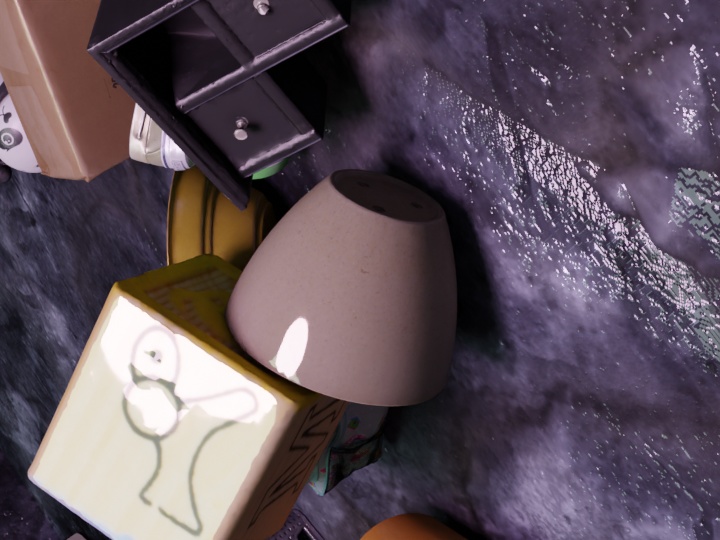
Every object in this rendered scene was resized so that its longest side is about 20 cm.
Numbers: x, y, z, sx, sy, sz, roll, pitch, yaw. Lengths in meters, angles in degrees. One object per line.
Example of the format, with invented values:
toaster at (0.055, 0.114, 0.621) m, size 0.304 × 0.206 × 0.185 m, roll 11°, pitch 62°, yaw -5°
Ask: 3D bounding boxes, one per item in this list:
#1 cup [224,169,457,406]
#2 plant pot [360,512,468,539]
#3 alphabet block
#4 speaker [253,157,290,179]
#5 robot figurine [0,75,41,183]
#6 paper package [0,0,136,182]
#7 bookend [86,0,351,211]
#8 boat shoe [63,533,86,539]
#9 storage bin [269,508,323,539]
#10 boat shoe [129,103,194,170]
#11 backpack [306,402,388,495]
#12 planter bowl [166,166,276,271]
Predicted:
cup at (0.000, 0.000, 1.184) m, size 0.200 × 0.200 × 0.143 m, roll 36°, pitch 119°, yaw 36°
plant pot at (0.075, 0.341, 1.399) m, size 0.183 × 0.200 × 0.200 m, roll 45°, pitch 154°, yaw 57°
alphabet block at (-0.138, 0.126, 1.242) m, size 0.195 × 0.196 × 0.200 m, roll 32°, pitch 108°, yaw 11°
speaker at (-0.102, -0.179, 1.250) m, size 0.088 × 0.088 × 0.200 m, roll 38°, pitch 146°, yaw 33°
robot figurine at (-0.420, -0.200, 1.702) m, size 0.200 × 0.125 × 0.150 m, roll 37°, pitch 146°, yaw 35°
paper package at (-0.241, -0.214, 1.325) m, size 0.103 × 0.191 × 0.200 m, roll 16°, pitch 132°, yaw 49°
bookend at (-0.074, -0.176, 1.128) m, size 0.199 × 0.092 × 0.200 m, roll -23°, pitch 129°, yaw 24°
boat shoe at (-0.511, 0.578, 2.708) m, size 0.200 × 0.075 × 0.093 m, roll 24°, pitch 144°, yaw 59°
storage bin at (-0.092, 0.418, 1.829) m, size 0.135 × 0.094 × 0.200 m, roll 47°, pitch 151°, yaw 20°
boat shoe at (-0.173, -0.192, 1.277) m, size 0.072 × 0.062 × 0.200 m, roll 39°, pitch -123°, yaw -82°
backpack at (-0.058, 0.114, 1.410) m, size 0.176 × 0.153 × 0.200 m, roll 49°, pitch 142°, yaw 24°
planter bowl at (-0.129, -0.023, 1.410) m, size 0.200 × 0.083 × 0.201 m, roll -1°, pitch -90°, yaw -84°
